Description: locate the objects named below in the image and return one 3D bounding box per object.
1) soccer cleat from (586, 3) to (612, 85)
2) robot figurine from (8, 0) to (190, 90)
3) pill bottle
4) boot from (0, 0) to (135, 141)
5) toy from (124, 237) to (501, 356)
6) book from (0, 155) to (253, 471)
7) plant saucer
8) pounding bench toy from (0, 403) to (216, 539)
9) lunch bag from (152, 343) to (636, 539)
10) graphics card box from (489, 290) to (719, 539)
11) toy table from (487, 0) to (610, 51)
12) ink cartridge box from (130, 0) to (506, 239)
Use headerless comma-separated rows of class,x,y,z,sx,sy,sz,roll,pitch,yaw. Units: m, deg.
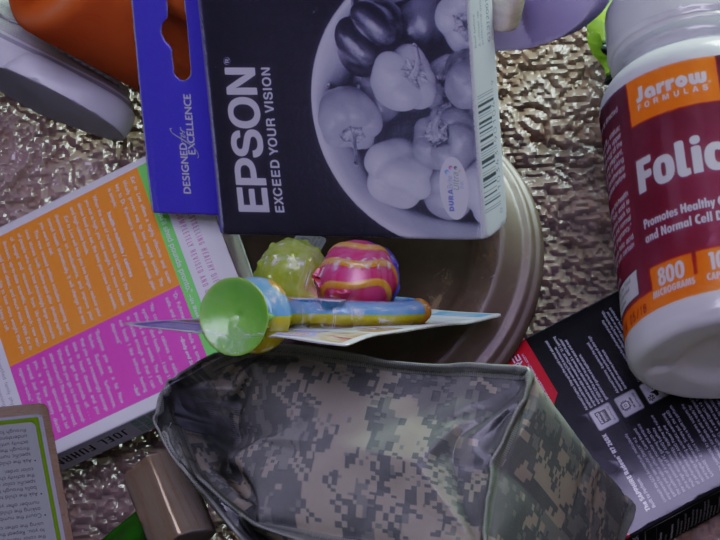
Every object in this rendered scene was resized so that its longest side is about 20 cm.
soccer cleat,0.225,-0.126,1.451,0.199,0.068,0.081,16,61,13
robot figurine,-0.111,-0.158,1.428,0.199,0.144,0.117,27,56,-32
pill bottle,0.181,-0.047,1.336,0.113,0.114,0.201,-5,65,3
boot,-0.195,-0.155,1.493,0.199,0.074,0.096,28,79,17
toy,-0.018,0.008,1.276,0.115,0.200,0.048,4,97,23
book,-0.154,0.032,1.405,0.199,0.048,0.134,-24,67,9
plant saucer,0.000,0.000,1.406,0.199,0.029,0.201,-9,62,18
pounding bench toy,-0.183,0.158,1.318,0.199,0.156,0.125,-6,63,-19
lunch bag,0.009,0.116,1.283,0.199,0.164,0.118,6,65,28
graphics card box,0.183,0.057,1.380,0.199,0.051,0.126,-28,66,-6
toy table,0.023,-0.172,1.362,0.199,0.117,0.185,11,111,30
ink cartridge box,-0.031,-0.116,1.298,0.199,0.043,0.199,1,106,23
